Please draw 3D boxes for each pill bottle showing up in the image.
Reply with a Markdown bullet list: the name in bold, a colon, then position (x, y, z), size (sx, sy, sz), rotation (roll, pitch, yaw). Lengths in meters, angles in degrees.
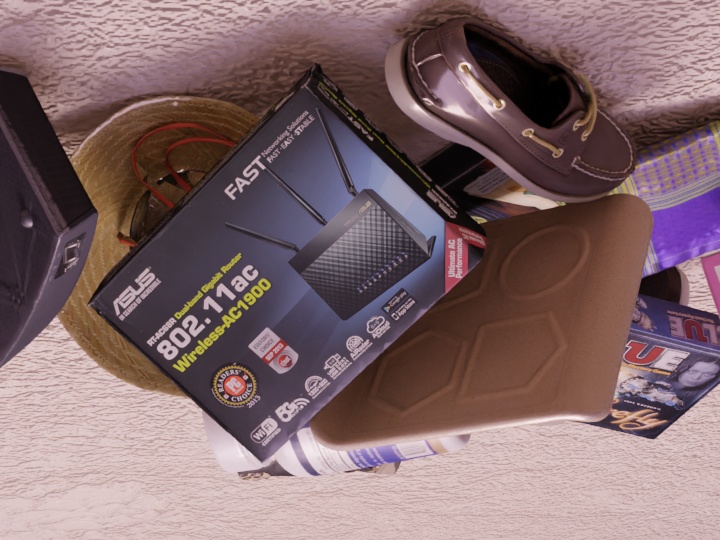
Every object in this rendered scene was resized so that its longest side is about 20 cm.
- **pill bottle**: position (-0.020, 0.102, 1.432), size (0.200, 0.120, 0.120), rotation (-11, 155, 15)

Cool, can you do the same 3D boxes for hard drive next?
- **hard drive**: position (-0.221, -0.030, 1.098), size (0.042, 0.135, 0.200), rotation (-21, 164, -31)

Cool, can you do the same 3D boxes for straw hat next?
- **straw hat**: position (-0.106, -0.025, 1.159), size (0.201, 0.201, 0.085), rotation (-7, -162, 5)

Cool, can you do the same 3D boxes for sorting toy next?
- **sorting toy**: position (0.081, 0.037, 1.133), size (0.200, 0.185, 0.036), rotation (-8, 133, 30)

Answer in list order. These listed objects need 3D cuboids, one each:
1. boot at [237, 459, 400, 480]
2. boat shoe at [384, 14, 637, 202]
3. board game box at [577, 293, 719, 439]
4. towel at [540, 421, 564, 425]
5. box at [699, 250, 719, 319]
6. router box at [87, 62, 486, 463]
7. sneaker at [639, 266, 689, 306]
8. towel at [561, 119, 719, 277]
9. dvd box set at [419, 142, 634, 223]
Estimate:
- **boot**: position (-0.037, 0.139, 1.574), size (0.151, 0.073, 0.200), rotation (-3, 161, -4)
- **boat shoe**: position (0.106, -0.097, 1.078), size (0.200, 0.072, 0.060), rotation (24, 146, -36)
- **board game box**: position (0.163, 0.061, 1.303), size (0.200, 0.035, 0.136), rotation (14, 144, -18)
- **towel**: position (0.148, 0.086, 1.532), size (0.132, 0.034, 0.200), rotation (6, 153, -17)
- **box**: position (0.342, 0.051, 1.247), size (0.097, 0.176, 0.200), rotation (-21, 174, 32)
- **router box**: position (-0.044, -0.003, 1.084), size (0.150, 0.062, 0.200), rotation (43, 105, -10)
- **sneaker**: position (0.158, 0.044, 1.377), size (0.200, 0.077, 0.082), rotation (-29, 130, 11)
- **towel**: position (0.238, -0.052, 1.206), size (0.200, 0.023, 0.144), rotation (-18, 147, 6)
- **dvd box set**: position (0.124, -0.042, 1.247), size (0.200, 0.029, 0.146), rotation (15, 148, -36)
